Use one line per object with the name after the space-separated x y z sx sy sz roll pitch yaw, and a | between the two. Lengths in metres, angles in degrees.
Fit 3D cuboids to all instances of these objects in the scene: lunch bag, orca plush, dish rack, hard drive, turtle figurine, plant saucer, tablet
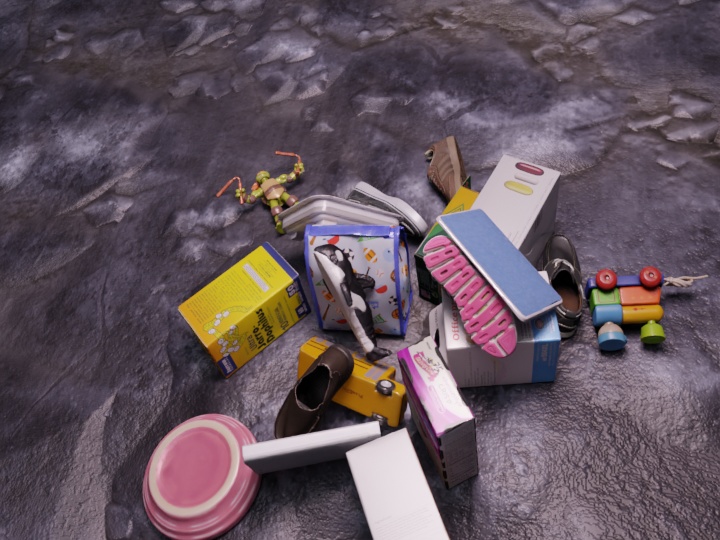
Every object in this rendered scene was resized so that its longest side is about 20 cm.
0.000 0.000 1.134 0.165 0.203 0.126 1 47 13 | lunch bag
0.001 0.040 1.047 0.070 0.105 0.203 -30 87 -12 | orca plush
-0.036 -0.076 1.197 0.196 0.170 0.045 10 73 -33 | dish rack
-0.067 0.264 0.988 0.194 0.133 0.027 -10 66 -3 | hard drive
-0.183 -0.150 1.372 0.197 0.065 0.162 -27 61 -20 | turtle figurine
-0.254 0.317 1.051 0.194 0.051 0.205 -6 54 7 | plant saucer
0.206 -0.014 0.990 0.128 0.014 0.201 -13 57 -47 | tablet

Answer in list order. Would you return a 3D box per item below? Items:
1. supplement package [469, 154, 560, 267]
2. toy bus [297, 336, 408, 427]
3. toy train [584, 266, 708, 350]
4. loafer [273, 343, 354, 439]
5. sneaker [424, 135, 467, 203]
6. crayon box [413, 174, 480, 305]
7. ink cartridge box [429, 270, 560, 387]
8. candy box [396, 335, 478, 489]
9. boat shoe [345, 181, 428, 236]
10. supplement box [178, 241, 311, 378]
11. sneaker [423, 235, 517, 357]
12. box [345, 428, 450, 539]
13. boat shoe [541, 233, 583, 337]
0.255 -0.066 1.160 0.109 0.157 0.202 21 61 25 | supplement package
-0.011 0.178 1.081 0.195 0.067 0.078 18 24 23 | toy bus
0.469 0.064 1.074 0.194 0.085 0.119 -3 63 9 | toy train
-0.086 0.200 1.032 0.072 0.071 0.203 36 109 19 | loafer
0.173 -0.178 1.330 0.074 0.071 0.204 -19 47 21 | sneaker
0.169 -0.055 1.189 0.050 0.128 0.202 23 62 25 | crayon box
0.207 0.098 1.069 0.194 0.127 0.131 -6 52 7 | ink cartridge box
0.114 0.208 0.959 0.060 0.202 0.138 -22 53 -6 | candy box
0.045 -0.103 1.296 0.071 0.073 0.198 -48 48 -13 | boat shoe
-0.202 0.069 1.186 0.198 0.110 0.109 -38 55 -16 | supplement box
0.170 0.037 0.997 0.073 0.087 0.202 -39 74 13 | sneaker
0.060 0.347 0.917 0.095 0.126 0.203 -20 53 -4 | box
0.349 0.011 1.140 0.070 0.069 0.204 5 52 8 | boat shoe
